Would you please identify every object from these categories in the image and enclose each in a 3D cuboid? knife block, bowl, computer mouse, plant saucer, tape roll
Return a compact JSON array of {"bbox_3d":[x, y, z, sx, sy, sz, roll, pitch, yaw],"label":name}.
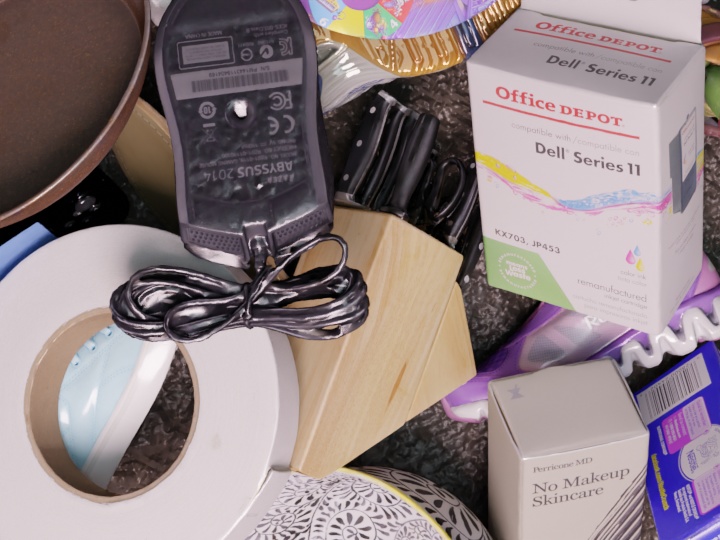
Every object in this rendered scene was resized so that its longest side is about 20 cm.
[{"bbox_3d":[0.000,0.000,0.899,0.200,0.064,0.176,-30,116,-36],"label":"knife block"},{"bbox_3d":[0.025,0.197,0.947,0.094,0.200,0.202,-23,107,-49],"label":"bowl"},{"bbox_3d":[-0.065,-0.060,0.831,0.138,0.053,0.201,-2,84,3],"label":"computer mouse"},{"bbox_3d":[-0.195,-0.099,0.854,0.200,0.200,0.035,-40,142,0],"label":"plant saucer"},{"bbox_3d":[-0.131,0.075,0.862,0.202,0.037,0.204,-2,82,17],"label":"tape roll"}]

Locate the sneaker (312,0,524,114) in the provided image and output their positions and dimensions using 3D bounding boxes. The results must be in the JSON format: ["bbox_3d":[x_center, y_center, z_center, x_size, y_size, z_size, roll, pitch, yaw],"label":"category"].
[{"bbox_3d":[-0.003,-0.137,0.904,0.199,0.088,0.076,-21,97,2],"label":"sneaker"}]

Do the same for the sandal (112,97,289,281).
[{"bbox_3d":[-0.069,-0.036,0.935,0.070,0.077,0.212,-46,113,-30],"label":"sandal"}]

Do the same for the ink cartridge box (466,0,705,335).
[{"bbox_3d":[0.126,-0.071,0.859,0.067,0.117,0.201,-48,142,-38],"label":"ink cartridge box"}]

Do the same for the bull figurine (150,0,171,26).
[{"bbox_3d":[-0.047,-0.208,0.897,0.199,0.065,0.122,-16,95,-10],"label":"bull figurine"}]

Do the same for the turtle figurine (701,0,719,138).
[{"bbox_3d":[0.241,-0.135,0.887,0.199,0.144,0.194,-25,59,4],"label":"turtle figurine"}]

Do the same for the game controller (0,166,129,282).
[{"bbox_3d":[-0.225,0.003,0.891,0.200,0.104,0.042,-33,67,-1],"label":"game controller"}]

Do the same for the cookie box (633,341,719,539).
[{"bbox_3d":[0.256,0.168,0.943,0.075,0.171,0.200,-36,110,17],"label":"cookie box"}]

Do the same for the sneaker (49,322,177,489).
[{"bbox_3d":[-0.164,0.062,0.919,0.082,0.074,0.201,25,98,-15],"label":"sneaker"}]

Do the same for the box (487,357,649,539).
[{"bbox_3d":[0.123,0.152,0.940,0.082,0.069,0.201,-11,131,-6],"label":"box"}]

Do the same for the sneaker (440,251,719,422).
[{"bbox_3d":[0.137,0.031,0.965,0.199,0.080,0.089,-24,87,1],"label":"sneaker"}]

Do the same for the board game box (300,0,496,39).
[{"bbox_3d":[0.017,-0.220,0.815,0.157,0.039,0.201,-14,106,-6],"label":"board game box"}]
